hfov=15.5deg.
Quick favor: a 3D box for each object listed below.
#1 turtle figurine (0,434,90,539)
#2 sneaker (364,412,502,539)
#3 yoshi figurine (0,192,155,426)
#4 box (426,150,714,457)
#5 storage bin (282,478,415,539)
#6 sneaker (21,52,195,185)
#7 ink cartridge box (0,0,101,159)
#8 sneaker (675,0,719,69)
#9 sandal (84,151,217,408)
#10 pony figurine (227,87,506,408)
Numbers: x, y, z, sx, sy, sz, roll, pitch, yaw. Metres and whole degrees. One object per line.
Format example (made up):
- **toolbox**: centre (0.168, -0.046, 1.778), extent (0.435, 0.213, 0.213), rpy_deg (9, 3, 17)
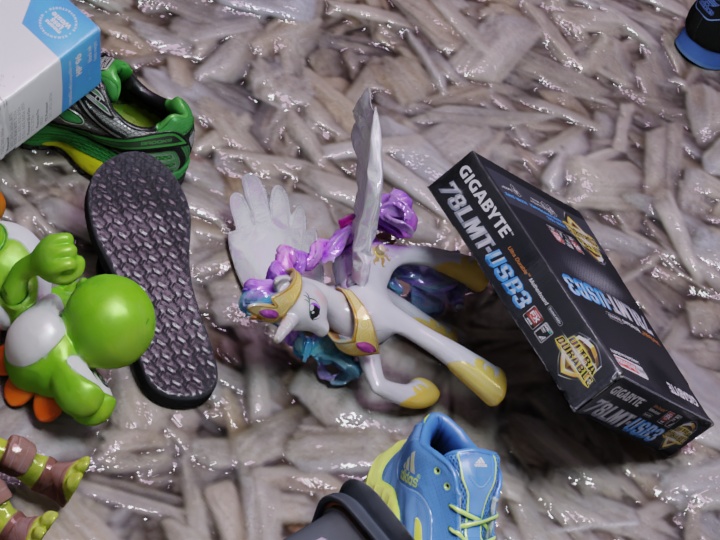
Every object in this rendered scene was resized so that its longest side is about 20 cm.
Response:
- **turtle figurine**: centre (-0.252, 0.109, 1.596), extent (0.161, 0.065, 0.200), rpy_deg (35, 29, -3)
- **sneaker**: centre (0.052, 0.173, 1.671), extent (0.075, 0.105, 0.201), rpy_deg (5, 43, -26)
- **yoshi figurine**: centre (-0.201, 0.006, 1.713), extent (0.112, 0.112, 0.200), rpy_deg (-10, 54, -47)
- **box**: centre (0.150, 0.025, 1.853), extent (0.199, 0.050, 0.200), rpy_deg (57, 15, 26)
- **storage bin**: centre (-0.011, 0.238, 1.546), extent (0.134, 0.146, 0.200), rpy_deg (-22, 58, -33)
- **sneaker**: centre (-0.206, -0.130, 1.880), extent (0.199, 0.085, 0.078), rpy_deg (24, 38, -3)
- **ink cartridge box**: centre (-0.284, -0.123, 1.783), extent (0.116, 0.068, 0.200), rpy_deg (40, 63, 18)
- **sneaker**: centre (0.367, -0.226, 2.336), extent (0.199, 0.078, 0.070), rpy_deg (-12, 52, -39)
- **sandal**: centre (-0.146, 0.009, 1.799), extent (0.075, 0.045, 0.201), rpy_deg (-1, 60, -24)
- **pony figurine**: centre (0.000, 0.000, 1.823), extent (0.199, 0.166, 0.194), rpy_deg (23, 43, -30)
